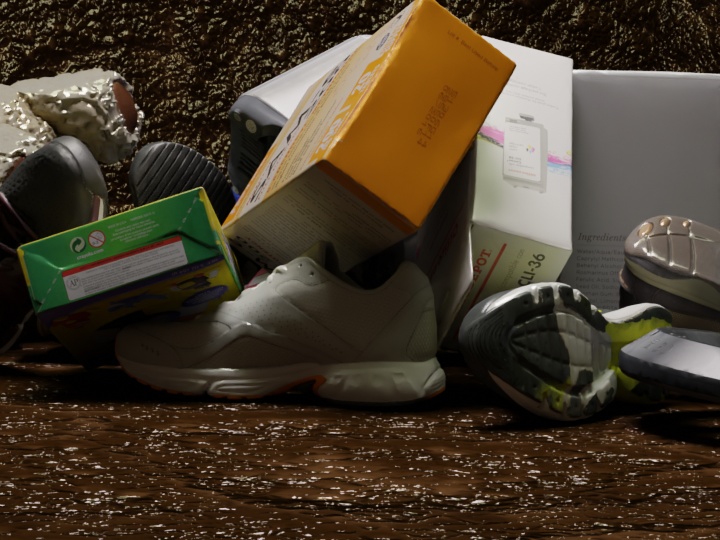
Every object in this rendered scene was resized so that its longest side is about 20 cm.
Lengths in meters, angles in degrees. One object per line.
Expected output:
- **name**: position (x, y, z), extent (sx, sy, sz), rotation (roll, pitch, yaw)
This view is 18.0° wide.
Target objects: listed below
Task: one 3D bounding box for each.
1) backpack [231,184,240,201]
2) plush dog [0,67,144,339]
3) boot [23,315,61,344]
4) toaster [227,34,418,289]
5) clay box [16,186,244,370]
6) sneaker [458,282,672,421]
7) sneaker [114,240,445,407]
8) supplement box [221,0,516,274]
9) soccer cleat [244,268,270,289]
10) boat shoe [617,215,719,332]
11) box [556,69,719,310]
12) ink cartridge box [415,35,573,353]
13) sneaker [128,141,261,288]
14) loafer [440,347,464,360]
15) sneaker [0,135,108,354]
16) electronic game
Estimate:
- **backpack**: position (0.018, -0.035, 1.737), extent (0.199, 0.169, 0.163), rotation (4, 35, -23)
- **plush dog**: position (-0.253, -0.041, 1.636), extent (0.159, 0.173, 0.200), rotation (5, 29, 21)
- **boot**: position (-0.148, 0.031, 1.578), extent (0.137, 0.078, 0.200), rotation (13, 9, 9)
- **toaster**: position (0.012, -0.069, 1.549), extent (0.129, 0.114, 0.200), rotation (-37, 62, -26)
- **clay box**: position (-0.131, 0.011, 1.378), extent (0.114, 0.048, 0.200), rotation (-18, -14, -1)
- **sneaker**: position (0.105, 0.051, 1.290), extent (0.084, 0.075, 0.199), rotation (-5, -9, 35)
- **sneaker**: position (-0.047, 0.028, 1.324), extent (0.198, 0.093, 0.076), rotation (1, 4, 13)
- **supplement box**: position (-0.001, -0.071, 1.365), extent (0.073, 0.126, 0.200), rotation (35, -22, -11)
- **soccer cleat**: position (0.000, 0.000, 1.596), extent (0.199, 0.067, 0.076), rotation (-29, 23, -28)
- **boat shoe**: position (0.248, 0.036, 1.376), extent (0.199, 0.074, 0.075), rotation (27, 39, 15)
- **box**: position (0.174, -0.031, 1.499), extent (0.105, 0.202, 0.152), rotation (2, 5, -3)
- **ink cartridge box**: position (0.080, -0.029, 1.378), extent (0.067, 0.201, 0.117), rotation (14, -41, -9)
- **sneaker**: position (-0.120, -0.022, 1.598), extent (0.088, 0.074, 0.200), rotation (22, -23, 42)
- **loafer**: position (0.081, 0.030, 1.568), extent (0.068, 0.076, 0.200), rotation (0, -6, 5)
- **sneaker**: position (-0.239, 0.002, 1.399), extent (0.115, 0.076, 0.200), rotation (-19, -25, -48)
- **electronic game**: position (0.239, 0.065, 1.237), extent (0.198, 0.042, 0.200), rotation (10, 4, -1)
